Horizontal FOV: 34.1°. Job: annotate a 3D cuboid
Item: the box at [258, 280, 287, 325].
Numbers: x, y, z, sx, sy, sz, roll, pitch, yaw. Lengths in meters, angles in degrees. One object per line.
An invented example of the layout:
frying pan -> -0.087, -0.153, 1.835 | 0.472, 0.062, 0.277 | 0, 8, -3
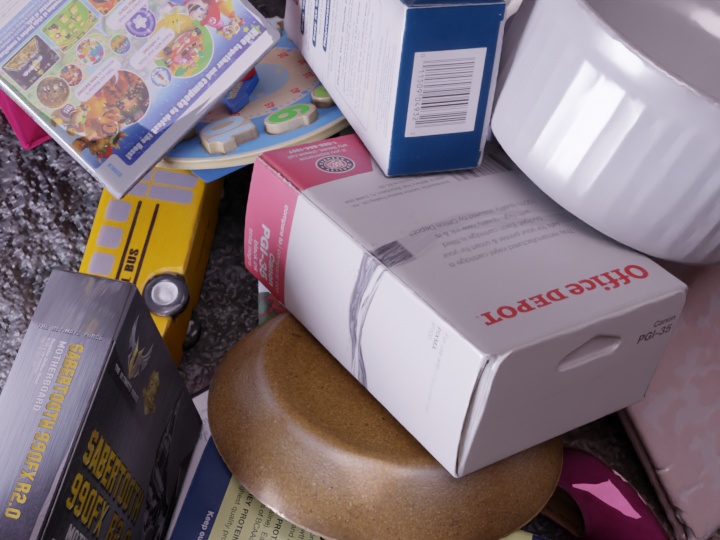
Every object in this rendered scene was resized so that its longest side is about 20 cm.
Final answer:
box -> 0.000, 0.000, 0.785 | 0.136, 0.040, 0.200 | -3, 50, -2

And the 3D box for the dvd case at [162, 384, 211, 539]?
dvd case -> -0.094, 0.180, 0.730 | 0.142, 0.018, 0.200 | -28, 68, -15

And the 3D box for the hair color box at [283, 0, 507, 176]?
hair color box -> 0.012, -0.148, 0.687 | 0.060, 0.100, 0.200 | -7, 37, -19

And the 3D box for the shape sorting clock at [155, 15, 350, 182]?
shape sorting clock -> -0.076, -0.126, 0.785 | 0.199, 0.039, 0.200 | -11, 37, 8

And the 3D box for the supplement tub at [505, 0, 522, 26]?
supplement tub -> 0.052, -0.212, 0.858 | 0.200, 0.140, 0.140 | 39, 69, 16

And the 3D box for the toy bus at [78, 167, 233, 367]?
toy bus -> -0.142, -0.009, 0.797 | 0.078, 0.065, 0.200 | 8, 64, 5

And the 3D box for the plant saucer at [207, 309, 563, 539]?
plant saucer -> 0.018, 0.068, 0.643 | 0.200, 0.036, 0.200 | 8, 34, -5

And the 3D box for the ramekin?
ramekin -> 0.165, -0.094, 0.652 | 0.200, 0.098, 0.201 | 20, 35, -15

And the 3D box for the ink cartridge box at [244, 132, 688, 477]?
ink cartridge box -> 0.050, 0.003, 0.638 | 0.146, 0.083, 0.200 | -15, 42, -34

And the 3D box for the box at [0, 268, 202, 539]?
box -> -0.146, 0.116, 0.640 | 0.048, 0.200, 0.159 | 12, 63, 9

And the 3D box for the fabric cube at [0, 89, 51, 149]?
fabric cube -> -0.211, -0.248, 0.838 | 0.200, 0.199, 0.196 | -28, 67, -14

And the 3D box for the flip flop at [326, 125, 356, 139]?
flip flop -> -0.032, -0.089, 0.802 | 0.081, 0.058, 0.200 | -28, 38, -17

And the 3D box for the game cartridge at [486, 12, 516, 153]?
game cartridge -> 0.147, -0.067, 0.758 | 0.133, 0.040, 0.201 | -2, 85, -16

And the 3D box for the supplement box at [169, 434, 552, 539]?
supplement box -> -0.015, 0.225, 0.623 | 0.199, 0.134, 0.200 | 15, 63, 7

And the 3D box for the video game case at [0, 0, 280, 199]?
video game case -> -0.167, -0.162, 0.700 | 0.200, 0.018, 0.143 | 44, 77, -7

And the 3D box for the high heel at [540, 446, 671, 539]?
high heel -> 0.090, 0.143, 0.725 | 0.200, 0.068, 0.096 | 31, 59, 28

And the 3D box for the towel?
towel -> 0.242, 0.045, 0.745 | 0.200, 0.032, 0.191 | -33, 105, -15
